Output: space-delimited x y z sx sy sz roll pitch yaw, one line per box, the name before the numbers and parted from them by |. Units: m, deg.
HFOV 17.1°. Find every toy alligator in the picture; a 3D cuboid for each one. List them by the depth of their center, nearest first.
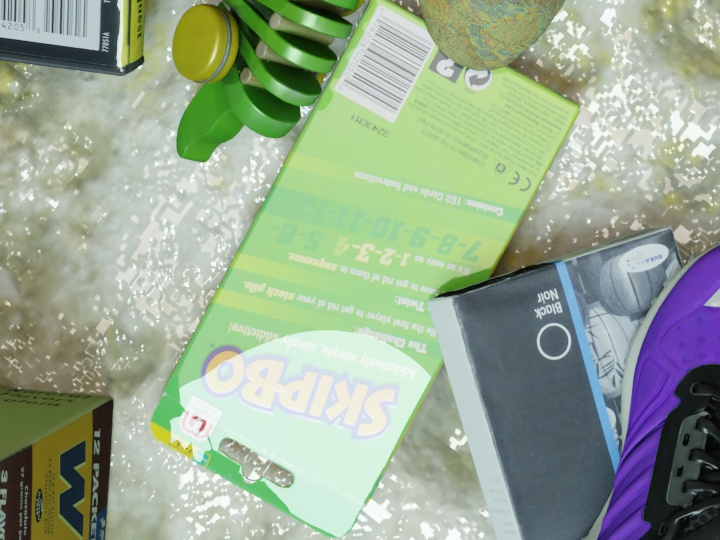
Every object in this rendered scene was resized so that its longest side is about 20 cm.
toy alligator | -0.016 -0.120 0.926 0.054 0.059 0.201 45 115 41

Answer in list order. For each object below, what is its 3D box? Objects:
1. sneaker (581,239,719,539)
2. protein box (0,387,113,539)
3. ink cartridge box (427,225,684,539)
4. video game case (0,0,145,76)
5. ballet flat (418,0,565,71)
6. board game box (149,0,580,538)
sneaker | 0.129 0.084 0.879 0.069 0.099 0.201 24 81 -15
protein box | -0.211 0.116 0.905 0.197 0.200 0.136 5 94 5
ink cartridge box | 0.102 0.092 0.944 0.099 0.039 0.202 -18 93 -15
video game case | -0.176 -0.178 0.938 0.198 0.026 0.182 9 109 14
ballet flat | 0.068 -0.167 0.884 0.070 0.071 0.201 24 105 3
board game box | 0.000 0.000 0.967 0.095 0.030 0.201 29 93 2
